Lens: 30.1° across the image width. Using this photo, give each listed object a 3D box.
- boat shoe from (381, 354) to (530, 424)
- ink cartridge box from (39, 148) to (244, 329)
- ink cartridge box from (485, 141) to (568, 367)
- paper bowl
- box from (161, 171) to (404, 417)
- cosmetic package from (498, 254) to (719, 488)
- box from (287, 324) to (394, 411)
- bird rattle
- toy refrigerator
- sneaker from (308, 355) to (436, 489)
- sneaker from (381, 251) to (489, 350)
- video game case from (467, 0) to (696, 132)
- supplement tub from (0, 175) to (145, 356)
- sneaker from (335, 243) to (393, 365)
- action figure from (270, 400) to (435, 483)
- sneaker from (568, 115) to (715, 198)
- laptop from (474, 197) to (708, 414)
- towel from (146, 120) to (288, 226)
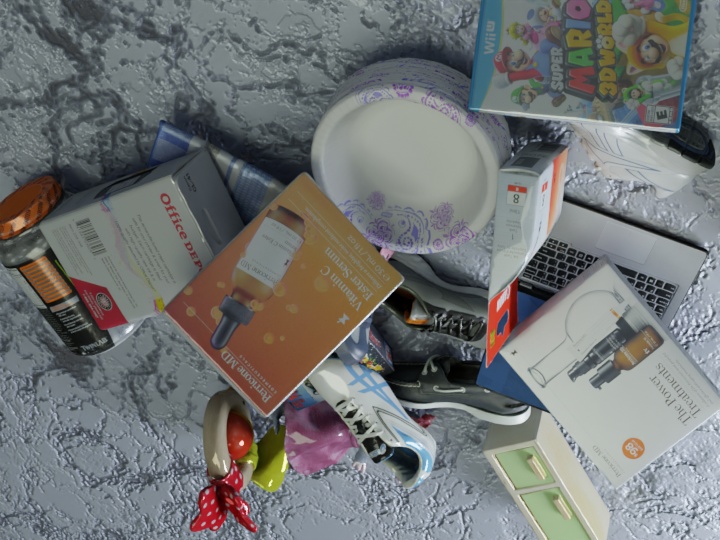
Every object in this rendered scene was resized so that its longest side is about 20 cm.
[{"bbox_3d":[0.107,0.129,1.590,0.198,0.076,0.061,7,121,11],"label":"boat shoe"},{"bbox_3d":[-0.233,-0.032,1.486,0.199,0.086,0.148,-15,111,29],"label":"ink cartridge box"},{"bbox_3d":[0.168,-0.018,1.346,0.050,0.162,0.202,5,106,17],"label":"ink cartridge box"},{"bbox_3d":[0.056,-0.126,1.376,0.199,0.105,0.202,10,130,12],"label":"paper bowl"},{"bbox_3d":[-0.081,0.026,1.368,0.152,0.200,0.106,45,171,-4],"label":"box"},{"bbox_3d":[0.267,0.109,1.426,0.151,0.052,0.200,-40,95,14],"label":"cosmetic package"},{"bbox_3d":[-0.065,0.075,1.548,0.136,0.038,0.200,-23,135,17],"label":"box"},{"bbox_3d":[-0.170,0.236,1.700,0.112,0.200,0.164,-8,101,24],"label":"bird rattle"},{"bbox_3d":[0.232,0.266,1.656,0.076,0.070,0.201,-16,120,29],"label":"toy refrigerator"},{"bbox_3d":[0.013,0.175,1.561,0.200,0.073,0.072,44,127,-17],"label":"sneaker"},{"bbox_3d":[0.093,0.049,1.523,0.199,0.080,0.074,26,130,-5],"label":"sneaker"},{"bbox_3d":[0.208,-0.211,1.257,0.198,0.018,0.144,7,91,13],"label":"video game case"},{"bbox_3d":[-0.349,-0.006,1.599,0.122,0.123,0.201,-15,121,28],"label":"supplement tub"},{"bbox_3d":[0.000,0.000,1.458,0.081,0.070,0.202,-10,81,24],"label":"sneaker"},{"bbox_3d":[-0.004,0.194,1.682,0.198,0.150,0.134,-12,159,6],"label":"action figure"},{"bbox_3d":[0.250,-0.132,1.329,0.199,0.075,0.087,29,136,-5],"label":"sneaker"},{"bbox_3d":[0.248,0.051,1.447,0.186,0.116,0.201,20,131,2],"label":"laptop"},{"bbox_3d":[-0.156,-0.066,1.497,0.199,0.024,0.147,29,128,4],"label":"towel"}]
